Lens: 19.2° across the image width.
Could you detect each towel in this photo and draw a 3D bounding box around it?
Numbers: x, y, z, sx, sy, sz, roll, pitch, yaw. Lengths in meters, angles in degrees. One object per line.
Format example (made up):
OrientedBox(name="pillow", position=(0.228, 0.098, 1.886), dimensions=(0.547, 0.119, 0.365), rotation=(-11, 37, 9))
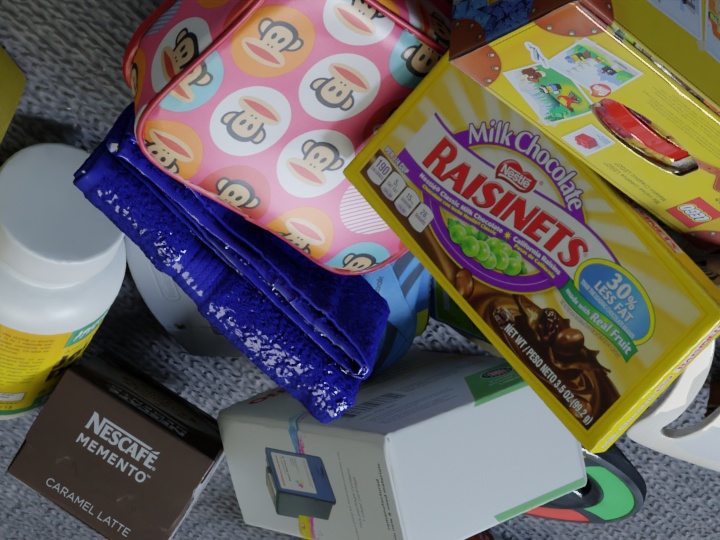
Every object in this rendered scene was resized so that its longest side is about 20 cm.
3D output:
OrientedBox(name="towel", position=(-0.062, -0.018, 1.194), dimensions=(0.050, 0.148, 0.200), rotation=(-41, 101, 22))

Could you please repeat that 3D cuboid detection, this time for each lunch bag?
OrientedBox(name="lunch bag", position=(-0.008, -0.100, 1.135), dimensions=(0.176, 0.082, 0.200), rotation=(-40, 130, 21))

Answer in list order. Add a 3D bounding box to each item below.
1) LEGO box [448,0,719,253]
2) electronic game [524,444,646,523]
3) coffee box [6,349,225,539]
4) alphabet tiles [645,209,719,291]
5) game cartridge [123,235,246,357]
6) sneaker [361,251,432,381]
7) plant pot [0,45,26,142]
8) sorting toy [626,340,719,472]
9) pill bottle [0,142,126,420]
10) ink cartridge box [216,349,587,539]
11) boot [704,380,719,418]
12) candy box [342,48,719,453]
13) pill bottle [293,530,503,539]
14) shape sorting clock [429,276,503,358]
OrientedBox(name="LEGO box", position=(0.139, -0.124, 1.031), dimensions=(0.077, 0.149, 0.200), rotation=(-23, 138, 38))
OrientedBox(name="electronic game", position=(0.107, 0.136, 1.525), dimensions=(0.199, 0.042, 0.200), rotation=(16, 158, 6))
OrientedBox(name="coffee box", position=(-0.155, 0.120, 1.422), dimensions=(0.114, 0.080, 0.200), rotation=(32, -179, -1))
OrientedBox(name="alphabet tiles", position=(0.177, -0.033, 1.143), dimensions=(0.166, 0.200, 0.006), rotation=(3, 114, 27))
OrientedBox(name="game cartridge", position=(-0.081, -0.006, 1.368), dimensions=(0.133, 0.041, 0.200), rotation=(-2, 147, 7))
OrientedBox(name="sneaker", position=(0.000, 0.000, 1.296), dimensions=(0.066, 0.078, 0.200), rotation=(34, 148, 25))
OrientedBox(name="plant pot", position=(-0.328, -0.074, 1.164), dimensions=(0.199, 0.177, 0.200), rotation=(-7, 146, 21))
OrientedBox(name="sorting toy", position=(0.254, 0.068, 1.226), dimensions=(0.180, 0.107, 0.200), rotation=(11, 125, -14))
OrientedBox(name="pill bottle", position=(-0.211, 0.005, 1.334), dimensions=(0.112, 0.113, 0.200), rotation=(15, 147, -15))
OrientedBox(name="ink cartridge box", position=(0.023, 0.112, 1.358), dimensions=(0.145, 0.088, 0.200), rotation=(-20, -166, -33))
OrientedBox(name="boot", position=(0.323, 0.105, 1.382), dimensions=(0.199, 0.188, 0.069), rotation=(2, 110, 7))
OrientedBox(name="candy box", position=(0.087, -0.016, 1.070), dimensions=(0.102, 0.200, 0.026), rotation=(-47, 160, 17))
OrientedBox(name="pill bottle", position=(0.052, 0.247, 1.683), dimensions=(0.200, 0.112, 0.112), rotation=(20, 146, -23))
OrientedBox(name="shape sorting clock", position=(0.103, -0.001, 1.301), dimensions=(0.200, 0.039, 0.200), rotation=(26, 149, 17))
